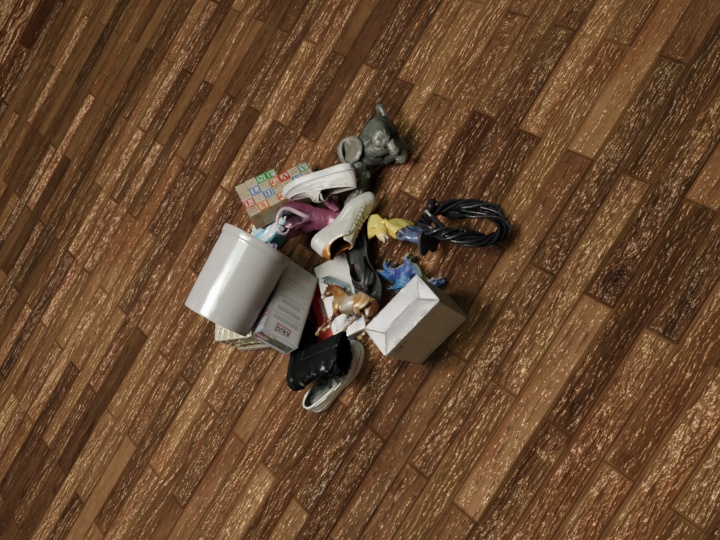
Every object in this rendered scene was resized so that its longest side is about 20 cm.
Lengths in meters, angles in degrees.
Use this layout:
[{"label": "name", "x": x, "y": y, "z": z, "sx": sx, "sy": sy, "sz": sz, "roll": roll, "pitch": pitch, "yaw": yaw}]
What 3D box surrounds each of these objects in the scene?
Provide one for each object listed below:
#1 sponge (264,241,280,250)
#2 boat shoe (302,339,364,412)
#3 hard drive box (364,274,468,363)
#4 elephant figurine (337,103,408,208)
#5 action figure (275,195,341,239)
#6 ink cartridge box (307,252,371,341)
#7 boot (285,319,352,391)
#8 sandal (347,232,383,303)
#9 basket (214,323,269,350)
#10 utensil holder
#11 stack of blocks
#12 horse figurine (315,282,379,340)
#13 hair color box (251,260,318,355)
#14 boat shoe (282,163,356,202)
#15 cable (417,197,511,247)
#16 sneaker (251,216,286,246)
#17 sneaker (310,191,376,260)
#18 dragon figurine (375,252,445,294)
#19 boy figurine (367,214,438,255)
[{"label": "sponge", "x": -0.274, "y": 0.025, "z": 1.314, "sx": 0.110, "sy": 0.030, "sz": 0.203, "roll": 10, "pitch": 76, "yaw": 13}, {"label": "boat shoe", "x": -0.063, "y": 0.250, "z": 1.262, "sx": 0.073, "sy": 0.065, "sz": 0.202, "roll": 33, "pitch": 94, "yaw": 30}, {"label": "hard drive box", "x": 0.122, "y": 0.109, "z": 1.123, "sx": 0.156, "sy": 0.199, "sz": 0.077, "roll": -46, "pitch": 61, "yaw": 9}, {"label": "elephant figurine", "x": 0.009, "y": -0.275, "z": 1.325, "sx": 0.199, "sy": 0.142, "sz": 0.156, "roll": -33, "pitch": 21, "yaw": 26}, {"label": "action figure", "x": -0.104, "y": -0.136, "z": 1.335, "sx": 0.196, "sy": 0.149, "sz": 0.136, "roll": 1, "pitch": 84, "yaw": 1}, {"label": "ink cartridge box", "x": -0.076, "y": 0.085, "z": 1.325, "sx": 0.174, "sy": 0.045, "sz": 0.203, "roll": -27, "pitch": 66, "yaw": 18}, {"label": "boot", "x": -0.093, "y": 0.178, "z": 1.242, "sx": 0.161, "sy": 0.073, "sz": 0.201, "roll": -27, "pitch": 43, "yaw": 33}, {"label": "sandal", "x": -0.001, "y": 0.000, "z": 1.262, "sx": 0.075, "sy": 0.048, "sz": 0.203, "roll": -34, "pitch": 56, "yaw": 27}, {"label": "basket", "x": -0.289, "y": 0.096, "z": 1.389, "sx": 0.134, "sy": 0.123, "sz": 0.204, "roll": -10, "pitch": 73, "yaw": 25}, {"label": "utensil holder", "x": -0.278, "y": 0.024, "z": 1.212, "sx": 0.168, "sy": 0.170, "sz": 0.202, "roll": 22, "pitch": 80, "yaw": 30}, {"label": "stack of blocks", "x": -0.214, "y": -0.208, "z": 1.416, "sx": 0.198, "sy": 0.059, "sz": 0.116, "roll": -28, "pitch": 59, "yaw": -10}, {"label": "horse figurine", "x": -0.024, "y": 0.088, "z": 1.198, "sx": 0.198, "sy": 0.050, "sz": 0.133, "roll": -3, "pitch": 45, "yaw": 41}, {"label": "hair color box", "x": -0.174, "y": 0.083, "z": 1.266, "sx": 0.060, "sy": 0.098, "sz": 0.202, "roll": -33, "pitch": 33, "yaw": 42}, {"label": "boat shoe", "x": -0.097, "y": -0.197, "z": 1.296, "sx": 0.197, "sy": 0.072, "sz": 0.067, "roll": -15, "pitch": 81, "yaw": 18}, {"label": "cable", "x": 0.226, "y": -0.106, "z": 1.161, "sx": 0.197, "sy": 0.163, "sz": 0.051, "roll": 17, "pitch": 125, "yaw": 17}, {"label": "sneaker", "x": -0.277, "y": -0.102, "z": 1.462, "sx": 0.200, "sy": 0.080, "sz": 0.131, "roll": -44, "pitch": 63, "yaw": 1}, {"label": "sneaker", "x": -0.020, "y": -0.099, "z": 1.282, "sx": 0.200, "sy": 0.073, "sz": 0.084, "roll": -45, "pitch": 55, "yaw": -8}, {"label": "dragon figurine", "x": 0.094, "y": 0.022, "z": 1.241, "sx": 0.197, "sy": 0.059, "sz": 0.101, "roll": -15, "pitch": 70, "yaw": 23}, {"label": "boy figurine", "x": 0.082, "y": -0.087, "z": 1.249, "sx": 0.198, "sy": 0.123, "sz": 0.066, "roll": 15, "pitch": 115, "yaw": 41}]
